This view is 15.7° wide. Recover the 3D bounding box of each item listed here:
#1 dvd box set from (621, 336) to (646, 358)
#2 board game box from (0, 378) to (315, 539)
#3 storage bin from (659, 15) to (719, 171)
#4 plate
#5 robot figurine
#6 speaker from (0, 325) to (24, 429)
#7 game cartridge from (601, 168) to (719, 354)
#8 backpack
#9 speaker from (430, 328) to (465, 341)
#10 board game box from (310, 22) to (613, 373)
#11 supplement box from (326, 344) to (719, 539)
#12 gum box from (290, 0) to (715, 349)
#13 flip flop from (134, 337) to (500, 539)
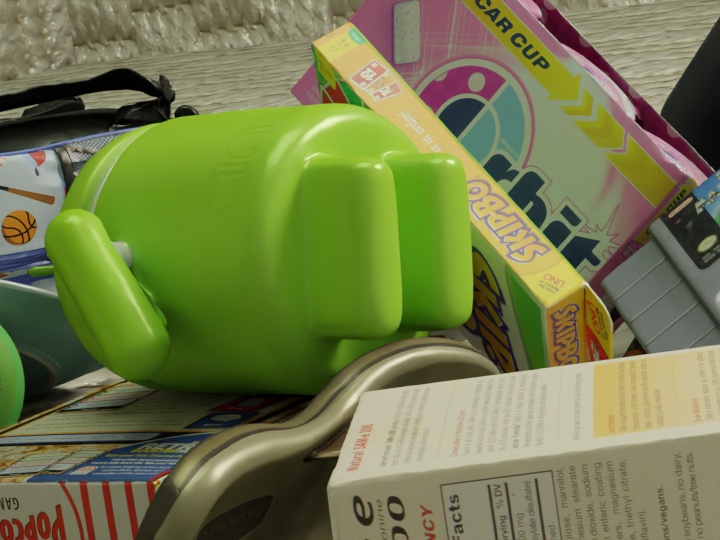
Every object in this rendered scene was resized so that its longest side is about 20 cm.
[{"bbox_3d":[0.215,0.001,1.092,0.199,0.029,0.147,3,53,51],"label":"dvd box set"},{"bbox_3d":[-0.080,0.080,1.088,0.151,0.047,0.200,-3,11,35],"label":"board game box"},{"bbox_3d":[0.248,-0.079,1.298,0.133,0.147,0.200,-2,-30,-20],"label":"storage bin"},{"bbox_3d":[-0.223,0.040,1.346,0.198,0.026,0.200,3,-19,1],"label":"plate"},{"bbox_3d":[-0.045,-0.008,1.071,0.199,0.117,0.175,-2,5,43],"label":"robot figurine"},{"bbox_3d":[-0.201,0.051,1.170,0.088,0.089,0.200,-9,-3,-1],"label":"speaker"},{"bbox_3d":[0.198,-0.024,1.081,0.200,0.038,0.130,-40,34,7],"label":"game cartridge"},{"bbox_3d":[-0.214,-0.038,1.614,0.189,0.156,0.200,-5,0,-26],"label":"backpack"},{"bbox_3d":[0.000,0.000,1.265,0.081,0.082,0.200,-5,-2,23],"label":"speaker"},{"bbox_3d":[0.044,-0.012,1.108,0.030,0.096,0.200,-31,54,-16],"label":"board game box"},{"bbox_3d":[0.095,0.075,0.861,0.198,0.074,0.126,-8,10,7],"label":"supplement box"},{"bbox_3d":[0.073,-0.057,1.232,0.114,0.200,0.066,-49,-28,16],"label":"gum box"},{"bbox_3d":[-0.005,0.081,0.959,0.057,0.082,0.199,27,24,27],"label":"flip flop"}]
